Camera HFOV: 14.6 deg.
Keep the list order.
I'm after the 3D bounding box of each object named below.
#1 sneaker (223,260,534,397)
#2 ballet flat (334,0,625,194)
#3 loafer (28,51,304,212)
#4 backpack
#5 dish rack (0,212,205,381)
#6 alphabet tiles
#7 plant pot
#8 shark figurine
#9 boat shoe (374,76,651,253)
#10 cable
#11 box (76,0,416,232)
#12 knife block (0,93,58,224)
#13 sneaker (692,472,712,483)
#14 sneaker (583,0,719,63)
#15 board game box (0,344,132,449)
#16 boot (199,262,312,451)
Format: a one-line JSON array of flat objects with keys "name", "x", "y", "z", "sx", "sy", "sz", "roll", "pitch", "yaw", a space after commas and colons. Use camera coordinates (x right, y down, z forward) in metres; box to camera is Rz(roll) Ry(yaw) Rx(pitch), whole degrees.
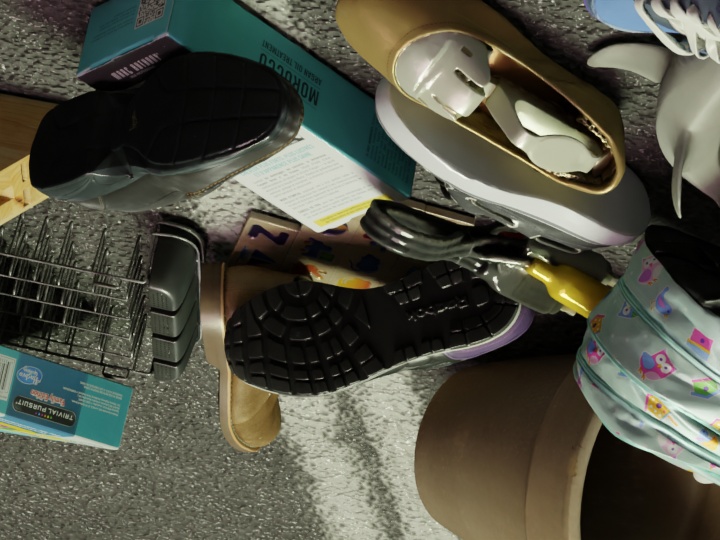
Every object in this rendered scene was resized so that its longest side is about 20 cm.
[{"name": "sneaker", "x": 0.015, "y": 0.045, "z": 1.796, "sx": 0.199, "sy": 0.076, "sz": 0.088, "roll": -9, "pitch": 165, "yaw": 13}, {"name": "ballet flat", "x": 0.074, "y": -0.102, "z": 1.557, "sx": 0.199, "sy": 0.063, "sz": 0.069, "roll": 25, "pitch": 122, "yaw": -28}, {"name": "loafer", "x": -0.098, "y": -0.073, "z": 1.571, "sx": 0.199, "sy": 0.073, "sz": 0.072, "roll": -6, "pitch": 157, "yaw": 45}, {"name": "backpack", "x": 0.228, "y": 0.061, "z": 1.660, "sx": 0.199, "sy": 0.127, "sz": 0.167, "roll": 24, "pitch": -168, "yaw": -29}, {"name": "dish rack", "x": -0.205, "y": 0.011, "z": 1.871, "sx": 0.199, "sy": 0.055, "sz": 0.154, "roll": 11, "pitch": 151, "yaw": 4}, {"name": "alphabet tiles", "x": 0.000, "y": 0.000, "z": 1.828, "sx": 0.166, "sy": 0.008, "sz": 0.200, "roll": 16, "pitch": 150, "yaw": -8}, {"name": "plant pot", "x": 0.133, "y": 0.129, "z": 1.857, "sx": 0.174, "sy": 0.201, "sz": 0.200, "roll": 11, "pitch": 158, "yaw": 41}, {"name": "shark figurine", "x": 0.198, "y": -0.058, "z": 1.575, "sx": 0.127, "sy": 0.090, "sz": 0.215, "roll": -2, "pitch": 146, "yaw": 20}, {"name": "boat shoe", "x": 0.078, "y": -0.060, "z": 1.641, "sx": 0.199, "sy": 0.070, "sz": 0.066, "roll": 21, "pitch": 149, "yaw": -33}, {"name": "cable", "x": 0.077, "y": -0.021, "z": 1.683, "sx": 0.199, "sy": 0.097, "sz": 0.050, "roll": 25, "pitch": 112, "yaw": -37}, {"name": "box", "x": -0.063, "y": -0.096, "z": 1.632, "sx": 0.082, "sy": 0.049, "sz": 0.200, "roll": -19, "pitch": 139, "yaw": 41}, {"name": "knife block", "x": -0.297, "y": -0.088, "z": 1.731, "sx": 0.199, "sy": 0.176, "sz": 0.064, "roll": -31, "pitch": 159, "yaw": -18}, {"name": "sneaker", "x": 0.309, "y": 0.108, "z": 1.812, "sx": 0.199, "sy": 0.076, "sz": 0.089, "roll": 1, "pitch": 138, "yaw": -7}, {"name": "sneaker", "x": 0.187, "y": -0.118, "z": 1.410, "sx": 0.199, "sy": 0.147, "sz": 0.080, "roll": -15, "pitch": 142, "yaw": 38}, {"name": "board game box", "x": -0.280, "y": 0.077, "z": 1.933, "sx": 0.199, "sy": 0.047, "sz": 0.151, "roll": 4, "pitch": 168, "yaw": 43}, {"name": "boot", "x": -0.061, "y": 0.063, "z": 1.890, "sx": 0.075, "sy": 0.074, "sz": 0.200, "roll": -2, "pitch": 148, "yaw": 3}]
